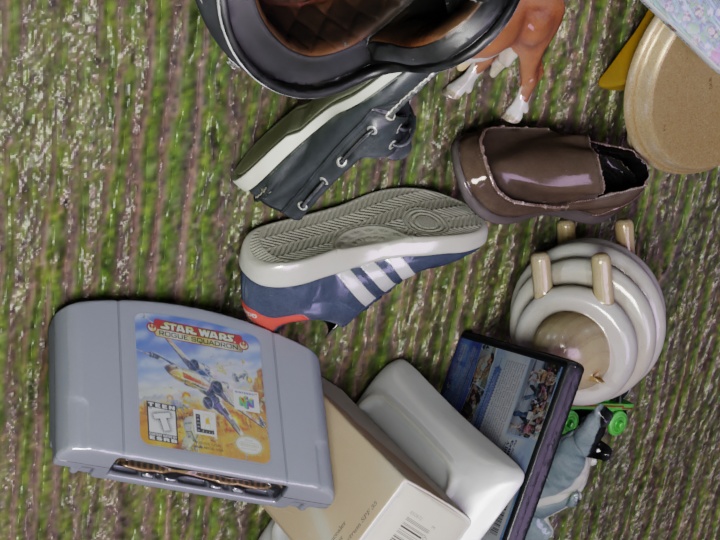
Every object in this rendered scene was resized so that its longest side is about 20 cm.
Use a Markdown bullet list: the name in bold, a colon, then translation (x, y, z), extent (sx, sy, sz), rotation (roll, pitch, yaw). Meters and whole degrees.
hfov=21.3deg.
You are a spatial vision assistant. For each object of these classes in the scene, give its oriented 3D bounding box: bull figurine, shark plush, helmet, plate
- **bull figurine**: translation (0.060, -0.168, 1.329), extent (0.198, 0.065, 0.122), rotation (-1, 121, -35)
- **shark plush**: translation (0.142, 0.169, 1.546), extent (0.083, 0.200, 0.092), rotation (14, 67, -24)
- **helmet**: translation (-0.010, -0.208, 1.158), extent (0.199, 0.189, 0.203), rotation (11, 77, -53)
- **plate**: translation (0.008, 0.179, 1.416), extent (0.032, 0.200, 0.200), rotation (33, 95, -35)

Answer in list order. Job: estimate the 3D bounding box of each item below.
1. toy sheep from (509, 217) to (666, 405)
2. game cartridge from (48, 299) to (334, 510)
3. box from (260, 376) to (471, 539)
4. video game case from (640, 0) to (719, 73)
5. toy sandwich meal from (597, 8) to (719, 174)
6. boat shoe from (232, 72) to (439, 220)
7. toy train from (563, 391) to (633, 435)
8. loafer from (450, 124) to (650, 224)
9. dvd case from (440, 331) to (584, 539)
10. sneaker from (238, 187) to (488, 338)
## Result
- **toy sheep**: translation (0.180, 0.034, 1.504), extent (0.200, 0.137, 0.139), rotation (-38, 145, -60)
- **game cartridge**: translation (-0.114, 0.087, 1.293), extent (0.198, 0.134, 0.042), rotation (12, 143, -25)
- **box**: translation (-0.018, 0.151, 1.369), extent (0.078, 0.200, 0.095), rotation (35, 92, -38)
- **video game case**: translation (0.264, -0.277, 1.390), extent (0.182, 0.024, 0.201), rotation (39, 90, -16)
- **toy sandwich meal**: translation (0.272, -0.174, 1.493), extent (0.203, 0.070, 0.207), rotation (-18, 128, -25)
- **boat shoe**: translation (0.003, -0.096, 1.266), extent (0.199, 0.075, 0.066), rotation (-37, 109, 25)
- **toy train**: translation (0.155, 0.107, 1.598), extent (0.198, 0.042, 0.057), rotation (3, 104, -40)
- **loafer**: translation (0.145, -0.080, 1.433), extent (0.199, 0.074, 0.071), rotation (-1, 161, -47)
- **dvd case**: translation (0.097, 0.125, 1.436), extent (0.017, 0.200, 0.144), rotation (21, 87, -19)
- **sneaker**: translation (0.000, 0.000, 1.388), extent (0.198, 0.075, 0.085), rotation (-11, 128, -25)
